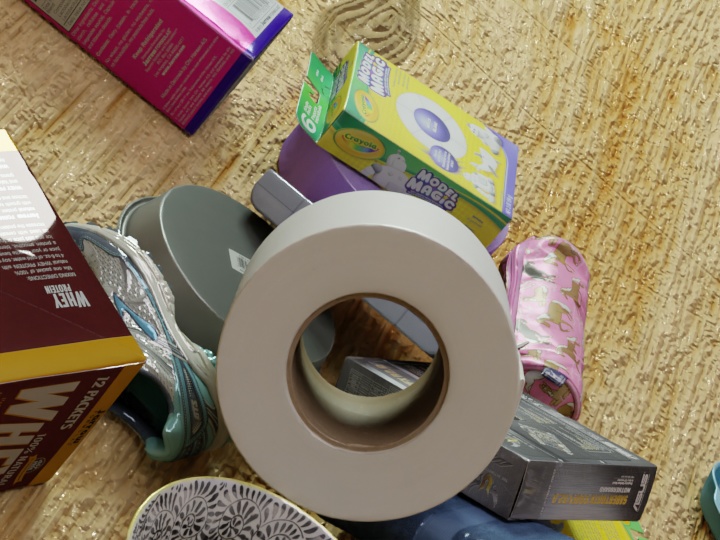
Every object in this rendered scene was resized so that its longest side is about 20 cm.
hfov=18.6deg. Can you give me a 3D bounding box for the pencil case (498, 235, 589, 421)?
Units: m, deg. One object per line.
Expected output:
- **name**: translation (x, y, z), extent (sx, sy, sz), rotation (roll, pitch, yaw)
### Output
- **pencil case**: translation (0.150, 0.055, 1.858), extent (0.083, 0.087, 0.200), rotation (7, 36, 5)

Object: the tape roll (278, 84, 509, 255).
- **tape roll**: translation (0.030, -0.071, 1.894), extent (0.200, 0.066, 0.200), rotation (27, 35, -21)

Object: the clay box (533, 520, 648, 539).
- **clay box**: translation (0.141, 0.210, 1.697), extent (0.200, 0.048, 0.115), rotation (13, 41, -37)

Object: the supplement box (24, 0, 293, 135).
- **supplement box**: translation (-0.174, -0.225, 1.830), extent (0.200, 0.103, 0.101), rotation (40, 34, -4)

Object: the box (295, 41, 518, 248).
- **box**: translation (0.039, -0.113, 1.852), extent (0.200, 0.048, 0.117), rotation (30, 34, -14)

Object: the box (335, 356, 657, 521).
- **box**: translation (0.099, 0.127, 1.659), extent (0.158, 0.048, 0.200), rotation (6, 16, -47)

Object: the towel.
- **towel**: translation (0.067, 0.191, 1.555), extent (0.200, 0.049, 0.112), rotation (23, 13, 32)

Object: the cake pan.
- **cake pan**: translation (-0.096, 0.011, 1.666), extent (0.200, 0.037, 0.200), rotation (36, 26, -21)

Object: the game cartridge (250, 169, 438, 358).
- **game cartridge**: translation (0.000, 0.000, 1.735), extent (0.200, 0.041, 0.133), rotation (40, -4, 11)

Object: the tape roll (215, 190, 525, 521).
- **tape roll**: translation (0.006, 0.055, 1.497), extent (0.203, 0.203, 0.139), rotation (37, 9, -6)

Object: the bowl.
- **bowl**: translation (-0.085, 0.237, 1.391), extent (0.200, 0.094, 0.201), rotation (27, 35, -22)

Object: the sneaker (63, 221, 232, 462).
- **sneaker**: translation (-0.167, 0.049, 1.544), extent (0.200, 0.078, 0.086), rotation (48, 37, 11)

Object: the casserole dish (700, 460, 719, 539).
- **casserole dish**: translation (0.368, 0.227, 1.920), extent (0.200, 0.039, 0.121), rotation (10, 44, -40)

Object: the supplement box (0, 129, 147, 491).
- **supplement box**: translation (-0.282, 0.031, 1.392), extent (0.197, 0.133, 0.200), rotation (-7, 56, -49)
